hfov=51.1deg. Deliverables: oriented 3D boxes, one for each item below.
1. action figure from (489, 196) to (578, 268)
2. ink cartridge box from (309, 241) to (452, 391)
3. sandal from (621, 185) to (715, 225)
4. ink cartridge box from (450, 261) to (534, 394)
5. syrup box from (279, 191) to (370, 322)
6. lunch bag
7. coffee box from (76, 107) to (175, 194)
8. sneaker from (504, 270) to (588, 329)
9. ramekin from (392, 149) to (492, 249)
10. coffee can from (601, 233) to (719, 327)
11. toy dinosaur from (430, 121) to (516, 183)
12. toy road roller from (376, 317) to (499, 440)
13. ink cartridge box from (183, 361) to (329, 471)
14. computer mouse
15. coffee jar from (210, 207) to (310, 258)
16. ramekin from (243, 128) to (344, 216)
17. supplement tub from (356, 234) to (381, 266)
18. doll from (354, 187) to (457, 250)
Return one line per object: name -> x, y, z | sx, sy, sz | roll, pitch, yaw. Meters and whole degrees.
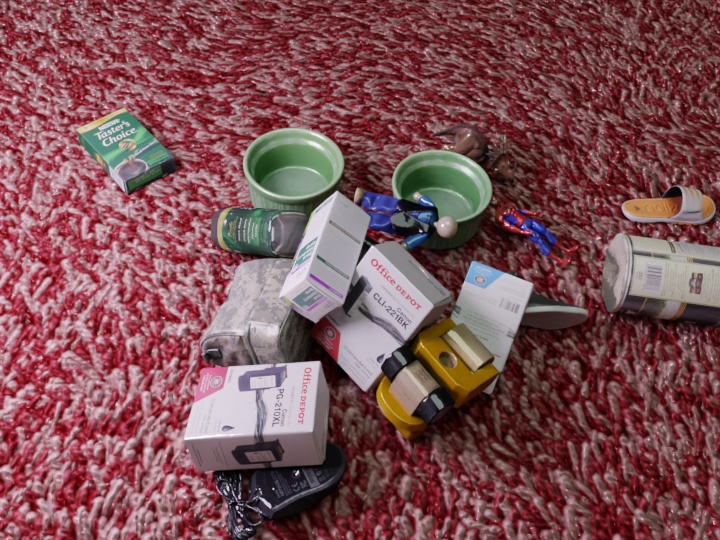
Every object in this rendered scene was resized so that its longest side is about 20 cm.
action figure -> 0.335, -0.086, 1.488 | 0.199, 0.052, 0.066 | 34, 60, 9
ink cartridge box -> 0.032, 0.074, 1.242 | 0.144, 0.201, 0.083 | 44, 24, 16
sandal -> 0.651, -0.139, 1.570 | 0.204, 0.060, 0.080 | -4, 51, -8
ink cartridge box -> 0.212, 0.101, 1.306 | 0.115, 0.067, 0.202 | 21, 85, 13
syrup box -> -0.055, -0.024, 1.233 | 0.081, 0.079, 0.201 | 35, 47, -19
lunch bag -> -0.166, 0.077, 1.283 | 0.165, 0.140, 0.201 | 5, 47, 16
coffee box -> -0.495, -0.255, 1.586 | 0.122, 0.044, 0.200 | -32, 60, -26
sneaker -> 0.315, 0.050, 1.383 | 0.197, 0.071, 0.100 | 2, 55, 3
ramekin -> 0.157, -0.137, 1.506 | 0.197, 0.098, 0.202 | 2, 51, -3
coffee can -> 0.562, 0.017, 1.381 | 0.197, 0.147, 0.148 | 8, 51, 3
toy dinosaur -> 0.240, -0.265, 1.585 | 0.135, 0.199, 0.087 | 1, 67, 48
toy road roller -> 0.112, 0.184, 1.220 | 0.199, 0.147, 0.123 | -25, 63, -38
ink cartridge box -> -0.154, 0.223, 1.163 | 0.197, 0.085, 0.146 | -5, 39, 6
computer mouse -> -0.113, 0.326, 1.143 | 0.198, 0.053, 0.139 | -20, 43, -11
coffee jar -> -0.185, -0.071, 1.378 | 0.198, 0.087, 0.104 | 7, 5, 44
ramekin -> -0.133, -0.182, 1.511 | 0.197, 0.098, 0.202 | 2, 51, -3
supplement tub -> 0.000, 0.000, 1.368 | 0.199, 0.123, 0.122 | 33, 56, 20
doll -> 0.081, -0.092, 1.386 | 0.197, 0.049, 0.138 | 12, 62, 8
